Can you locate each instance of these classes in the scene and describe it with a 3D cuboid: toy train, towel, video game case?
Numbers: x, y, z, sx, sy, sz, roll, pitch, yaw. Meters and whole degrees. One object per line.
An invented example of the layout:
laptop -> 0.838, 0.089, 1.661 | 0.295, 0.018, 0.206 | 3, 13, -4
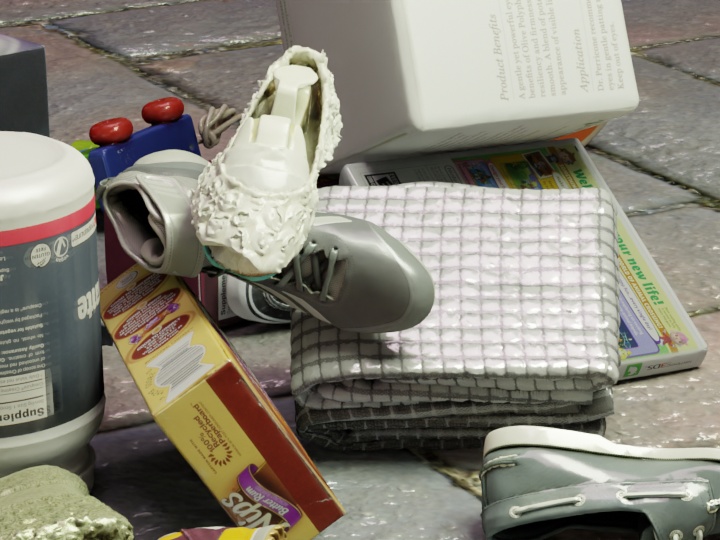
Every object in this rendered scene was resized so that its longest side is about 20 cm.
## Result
toy train -> -0.180, -0.090, 2.012 | 0.116, 0.085, 0.200 | -6, 13, 32
towel -> 0.058, 0.027, 1.531 | 0.200, 0.086, 0.166 | -1, 47, 2
towel -> -0.225, 0.144, 1.301 | 0.200, 0.037, 0.148 | -12, 9, -17
video game case -> 0.104, -0.003, 1.651 | 0.182, 0.022, 0.200 | -8, 50, -25

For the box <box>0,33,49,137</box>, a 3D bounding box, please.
box -> -0.388, -0.130, 2.063 | 0.198, 0.123, 0.200 | -15, 23, -40

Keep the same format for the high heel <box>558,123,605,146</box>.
high heel -> 0.103, -0.127, 2.100 | 0.200, 0.068, 0.096 | -12, 31, -20

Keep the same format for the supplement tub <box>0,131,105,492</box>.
supplement tub -> -0.216, 0.031, 1.432 | 0.140, 0.200, 0.140 | -1, 18, 0

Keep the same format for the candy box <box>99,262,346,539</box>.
candy box -> -0.084, 0.073, 1.423 | 0.056, 0.117, 0.200 | -37, 24, -4

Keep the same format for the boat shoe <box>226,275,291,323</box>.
boat shoe -> 0.000, 0.000, 1.738 | 0.200, 0.072, 0.068 | -8, 17, -42

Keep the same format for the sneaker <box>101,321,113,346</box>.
sneaker -> -0.224, 0.034, 1.623 | 0.129, 0.080, 0.199 | -2, 18, -7

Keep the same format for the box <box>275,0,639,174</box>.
box -> 0.056, -0.179, 1.715 | 0.171, 0.199, 0.200 | -8, -4, -25

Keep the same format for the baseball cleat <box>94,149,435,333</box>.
baseball cleat -> -0.060, -0.006, 1.443 | 0.200, 0.070, 0.106 | 21, 24, 21

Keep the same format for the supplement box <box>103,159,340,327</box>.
supplement box -> -0.069, -0.029, 1.790 | 0.200, 0.086, 0.110 | -16, 23, -39

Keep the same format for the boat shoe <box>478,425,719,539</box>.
boat shoe -> 0.161, 0.132, 1.368 | 0.200, 0.073, 0.062 | 8, 63, 7

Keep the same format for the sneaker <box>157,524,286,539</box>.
sneaker -> -0.097, 0.177, 1.207 | 0.090, 0.075, 0.200 | -4, 10, 17

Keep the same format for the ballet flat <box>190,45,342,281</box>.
ballet flat -> -0.051, -0.070, 1.423 | 0.072, 0.072, 0.200 | 2, 30, 8
